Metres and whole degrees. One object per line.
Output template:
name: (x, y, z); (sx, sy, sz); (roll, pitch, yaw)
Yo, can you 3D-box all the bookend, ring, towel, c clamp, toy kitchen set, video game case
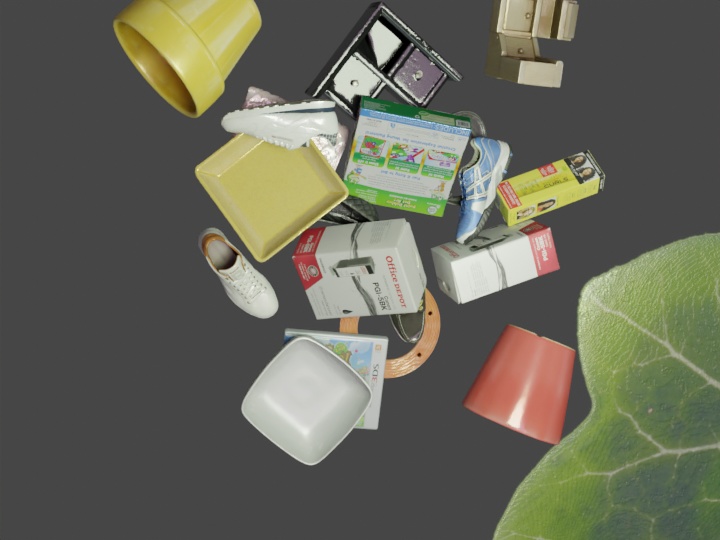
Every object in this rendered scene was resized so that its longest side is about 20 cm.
bookend: (0.040, -0.327, 1.673); (0.198, 0.092, 0.201); (38, 94, -17)
ring: (0.055, 0.105, 1.809); (0.196, 0.019, 0.204); (-3, 103, -10)
towel: (-0.140, -0.202, 1.696); (0.197, 0.032, 0.194); (21, 97, -16)
c clamp: (0.164, -0.208, 1.761); (0.169, 0.027, 0.203); (-24, 106, -13)
toy kitchen set: (0.332, -0.430, 1.664); (0.160, 0.181, 0.204); (3, 106, -13)
video game case: (-0.054, 0.206, 1.793); (0.196, 0.022, 0.186); (5, 104, -7)

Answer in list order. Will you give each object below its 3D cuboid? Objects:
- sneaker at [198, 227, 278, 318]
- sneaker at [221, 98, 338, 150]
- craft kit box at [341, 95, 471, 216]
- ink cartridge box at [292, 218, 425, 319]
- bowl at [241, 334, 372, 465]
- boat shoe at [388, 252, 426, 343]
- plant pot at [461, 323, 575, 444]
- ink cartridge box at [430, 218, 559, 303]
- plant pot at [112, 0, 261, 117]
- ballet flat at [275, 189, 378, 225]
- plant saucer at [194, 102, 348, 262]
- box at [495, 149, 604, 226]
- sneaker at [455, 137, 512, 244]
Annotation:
sneaker: (-0.219, 0.015, 1.699); (0.073, 0.085, 0.201); (-41, 108, -2)
sneaker: (-0.135, -0.239, 1.589); (0.196, 0.077, 0.082); (-3, 107, 4)
craft kit box: (0.076, -0.197, 1.674); (0.196, 0.049, 0.200); (10, 130, -7)
ink cartridge box: (0.000, 0.000, 1.669); (0.197, 0.083, 0.148); (-5, 126, 22)
bowl: (-0.099, 0.227, 1.744); (0.199, 0.075, 0.200); (40, 98, -14)
boat shoe: (0.086, 0.044, 1.760); (0.070, 0.061, 0.205); (-11, 104, -9)
plant pot: (0.313, 0.210, 1.804); (0.198, 0.200, 0.180); (21, 89, -15)
ink cartridge box: (0.244, -0.022, 1.753); (0.197, 0.147, 0.084); (-19, 104, -8)
plant pot: (-0.270, -0.388, 1.556); (0.189, 0.200, 0.201); (-46, 107, -16)
ballet flat: (-0.061, -0.114, 1.684); (0.196, 0.057, 0.068); (11, 106, -6)
plant saucer: (-0.152, -0.151, 1.643); (0.199, 0.048, 0.201); (-37, 89, 0)
box: (0.351, -0.155, 1.779); (0.197, 0.076, 0.050); (-20, 145, -5)
sneaker: (0.208, -0.148, 1.741); (0.076, 0.076, 0.203); (20, 87, -15)
